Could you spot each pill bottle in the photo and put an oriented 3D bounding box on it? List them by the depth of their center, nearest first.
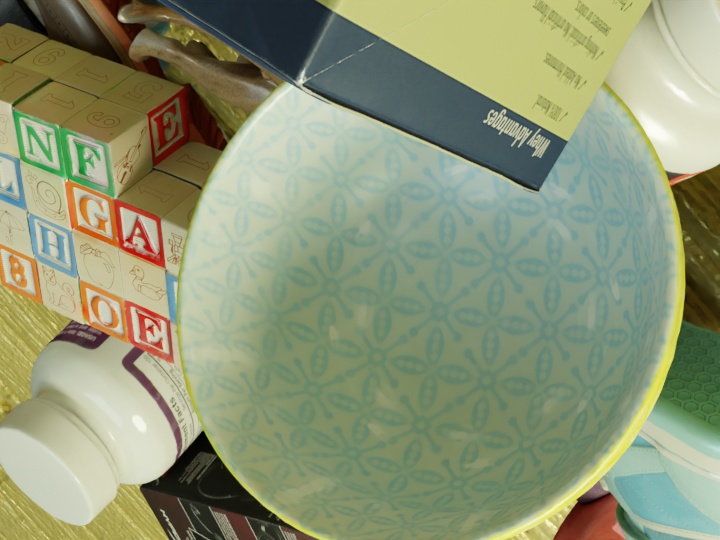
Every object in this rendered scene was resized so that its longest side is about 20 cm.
[{"bbox_3d":[0.105,-0.084,0.647,0.112,0.112,0.199,50,146,-10],"label":"pill bottle"},{"bbox_3d":[-0.143,0.066,0.977,0.112,0.200,0.113,26,143,22],"label":"pill bottle"}]

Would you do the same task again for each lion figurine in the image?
[{"bbox_3d":[-0.037,-0.092,0.717,0.122,0.200,0.073,34,105,5],"label":"lion figurine"}]

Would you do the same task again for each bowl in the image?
[{"bbox_3d":[0.037,0.013,0.597,0.199,0.202,0.108,25,179,24],"label":"bowl"}]

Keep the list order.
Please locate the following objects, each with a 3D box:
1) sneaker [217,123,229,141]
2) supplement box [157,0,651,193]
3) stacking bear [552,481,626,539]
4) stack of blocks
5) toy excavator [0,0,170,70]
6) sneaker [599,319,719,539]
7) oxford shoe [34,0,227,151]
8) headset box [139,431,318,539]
[{"bbox_3d":[-0.109,-0.034,0.926,0.199,0.099,0.078,39,146,6],"label":"sneaker"},{"bbox_3d":[0.024,-0.154,0.460,0.134,0.201,0.200,34,-170,24],"label":"supplement box"},{"bbox_3d":[0.103,0.036,0.783,0.121,0.114,0.201,-38,86,35],"label":"stacking bear"},{"bbox_3d":[-0.107,-0.029,0.708,0.198,0.059,0.116,22,133,26],"label":"stack of blocks"},{"bbox_3d":[-0.133,-0.122,0.854,0.195,0.100,0.200,50,179,35],"label":"toy excavator"},{"bbox_3d":[0.119,0.078,0.682,0.200,0.079,0.132,34,143,46],"label":"sneaker"},{"bbox_3d":[-0.137,-0.100,0.759,0.072,0.071,0.201,-28,113,9],"label":"oxford shoe"},{"bbox_3d":[-0.020,0.132,0.972,0.198,0.149,0.078,6,133,40],"label":"headset box"}]
